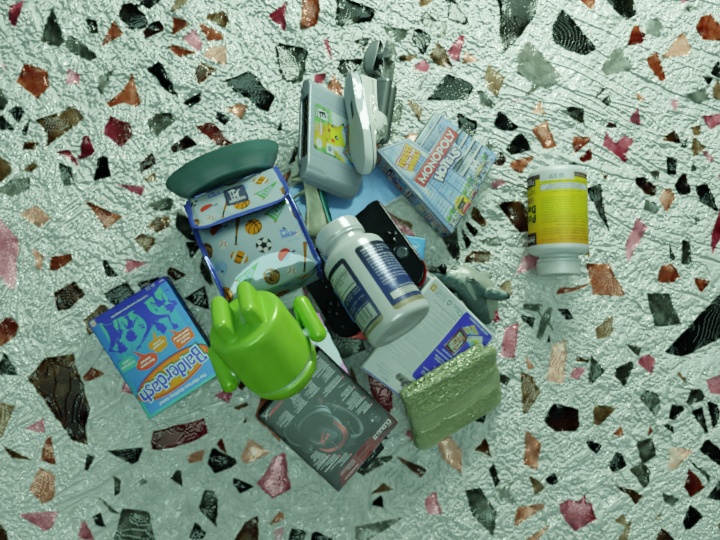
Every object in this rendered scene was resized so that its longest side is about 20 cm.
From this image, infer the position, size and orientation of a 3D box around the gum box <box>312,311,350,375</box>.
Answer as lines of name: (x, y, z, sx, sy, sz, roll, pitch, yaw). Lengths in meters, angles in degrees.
gum box: (-0.087, 0.178, 0.951, 0.113, 0.066, 0.200, -26, 90, -8)

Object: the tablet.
tablet: (-0.029, -0.149, 1.009, 0.200, 0.014, 0.130, -32, 90, -9)

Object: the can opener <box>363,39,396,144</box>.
can opener: (0.033, -0.346, 1.021, 0.067, 0.053, 0.201, 6, 85, 26)

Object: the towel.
towel: (0.171, 0.229, 0.959, 0.200, 0.036, 0.149, -24, 116, -15)

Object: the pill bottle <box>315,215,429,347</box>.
pill bottle: (0.012, 0.012, 0.845, 0.111, 0.111, 0.200, -31, 69, -8)

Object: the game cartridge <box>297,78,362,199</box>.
game cartridge: (-0.050, -0.234, 0.955, 0.133, 0.040, 0.201, 18, 63, -42)

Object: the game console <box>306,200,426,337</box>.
game console: (0.000, 0.000, 0.925, 0.200, 0.031, 0.177, -38, 72, 12)

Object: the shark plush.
shark plush: (0.186, 0.038, 0.967, 0.200, 0.091, 0.083, 20, 112, -36)

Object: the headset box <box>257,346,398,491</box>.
headset box: (-0.047, 0.249, 0.879, 0.200, 0.075, 0.149, 43, 82, -3)

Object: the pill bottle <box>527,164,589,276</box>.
pill bottle: (0.374, -0.091, 1.004, 0.109, 0.109, 0.201, 1, 85, -7)

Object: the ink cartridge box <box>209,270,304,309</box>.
ink cartridge box: (-0.194, -0.014, 0.945, 0.145, 0.083, 0.201, -17, 88, -7)

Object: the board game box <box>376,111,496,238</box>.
board game box: (0.134, -0.201, 1.000, 0.200, 0.062, 0.200, 34, 79, -5)

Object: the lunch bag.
lunch bag: (-0.173, -0.056, 0.851, 0.170, 0.124, 0.200, -22, 77, -9)

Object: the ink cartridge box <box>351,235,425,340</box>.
ink cartridge box: (0.047, 0.034, 0.978, 0.116, 0.067, 0.201, 8, 86, -5)

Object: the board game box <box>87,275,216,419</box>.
board game box: (-0.355, 0.134, 0.935, 0.152, 0.045, 0.200, -33, 91, -8)

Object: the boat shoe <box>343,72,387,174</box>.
boat shoe: (0.017, -0.264, 0.948, 0.070, 0.071, 0.201, 0, 67, -20)

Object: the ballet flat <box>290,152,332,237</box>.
ballet flat: (-0.096, -0.155, 0.965, 0.069, 0.069, 0.201, -10, 83, -7)

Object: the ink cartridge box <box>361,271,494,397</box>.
ink cartridge box: (0.118, 0.136, 0.946, 0.198, 0.043, 0.200, 42, 86, -30)

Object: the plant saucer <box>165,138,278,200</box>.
plant saucer: (-0.225, -0.160, 0.893, 0.199, 0.200, 0.036, -23, 89, -8)

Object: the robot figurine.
robot figurine: (-0.139, 0.111, 0.774, 0.175, 0.116, 0.200, -31, 128, -1)
